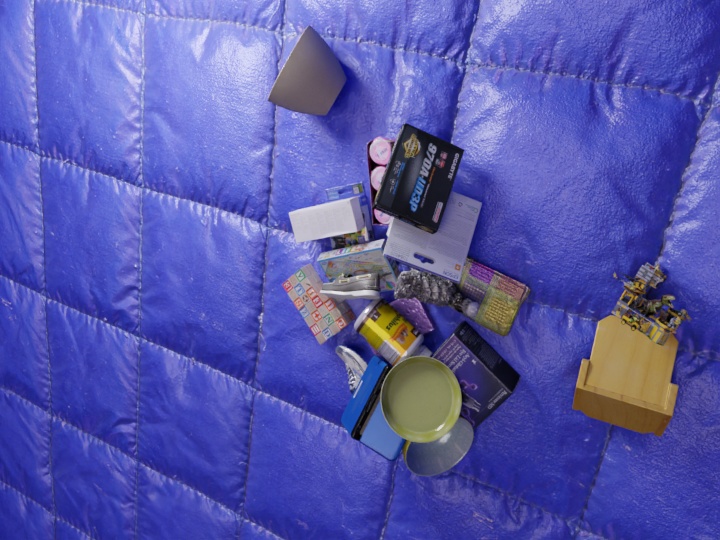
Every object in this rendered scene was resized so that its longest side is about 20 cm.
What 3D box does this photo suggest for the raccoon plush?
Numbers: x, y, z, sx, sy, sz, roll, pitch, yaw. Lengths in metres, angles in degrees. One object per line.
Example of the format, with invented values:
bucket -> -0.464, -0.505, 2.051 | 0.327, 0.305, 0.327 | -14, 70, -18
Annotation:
raccoon plush -> 0.175, 0.048, 1.444 | 0.197, 0.132, 0.100 | 19, 108, 44

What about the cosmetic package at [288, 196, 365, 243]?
cosmetic package -> -0.088, -0.131, 1.561 | 0.196, 0.050, 0.085 | -7, 104, 32

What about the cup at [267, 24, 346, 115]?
cup -> -0.117, -0.461, 1.467 | 0.141, 0.202, 0.202 | 31, 119, -11

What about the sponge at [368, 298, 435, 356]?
sponge -> 0.094, 0.142, 1.597 | 0.198, 0.030, 0.113 | -30, 90, 29

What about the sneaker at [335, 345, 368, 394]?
sneaker -> -0.006, 0.290, 1.643 | 0.085, 0.077, 0.200 | -43, 79, -11

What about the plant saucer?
plant saucer -> 0.146, 0.309, 1.458 | 0.194, 0.031, 0.206 | 0, 87, 5

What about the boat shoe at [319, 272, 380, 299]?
boat shoe -> -0.026, 0.039, 1.548 | 0.198, 0.071, 0.062 | -2, 77, 44

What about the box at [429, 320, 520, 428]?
box -> 0.272, 0.256, 1.495 | 0.200, 0.104, 0.149 | 43, 118, 11

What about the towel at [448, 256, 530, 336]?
towel -> 0.300, 0.060, 1.474 | 0.197, 0.023, 0.147 | 27, 115, 19

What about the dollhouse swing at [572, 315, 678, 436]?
dollhouse swing -> 0.599, 0.234, 1.360 | 0.195, 0.179, 0.183 | 13, 151, 23

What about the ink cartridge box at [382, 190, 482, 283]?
ink cartridge box -> 0.164, -0.094, 1.400 | 0.195, 0.041, 0.205 | 20, 80, -5

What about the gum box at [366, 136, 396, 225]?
gum box -> 0.072, -0.221, 1.462 | 0.064, 0.113, 0.206 | 2, 104, 26

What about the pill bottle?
pill bottle -> 0.085, 0.170, 1.530 | 0.199, 0.109, 0.110 | 42, 118, 8

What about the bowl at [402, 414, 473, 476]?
bowl -> 0.184, 0.421, 1.570 | 0.108, 0.195, 0.204 | 54, 131, 54

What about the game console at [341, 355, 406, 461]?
game console -> 0.058, 0.348, 1.548 | 0.117, 0.170, 0.203 | 29, 88, -19

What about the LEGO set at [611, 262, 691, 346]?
LEGO set -> 0.604, 0.056, 1.232 | 0.153, 0.197, 0.118 | 40, 118, 34

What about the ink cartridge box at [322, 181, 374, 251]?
ink cartridge box -> -0.030, -0.120, 1.586 | 0.116, 0.042, 0.206 | -6, 99, 28

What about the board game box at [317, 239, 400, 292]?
board game box -> 0.000, 0.000, 1.572 | 0.196, 0.035, 0.136 | -10, 123, 30

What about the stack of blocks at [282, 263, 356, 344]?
stack of blocks -> -0.115, 0.085, 1.673 | 0.114, 0.058, 0.202 | -36, 86, 30

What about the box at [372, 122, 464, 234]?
box -> 0.131, -0.207, 1.364 | 0.155, 0.046, 0.205 | 22, 80, -6
